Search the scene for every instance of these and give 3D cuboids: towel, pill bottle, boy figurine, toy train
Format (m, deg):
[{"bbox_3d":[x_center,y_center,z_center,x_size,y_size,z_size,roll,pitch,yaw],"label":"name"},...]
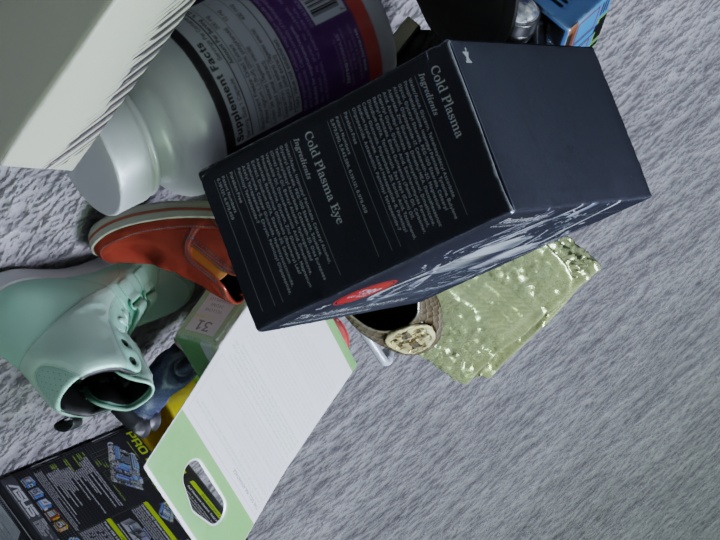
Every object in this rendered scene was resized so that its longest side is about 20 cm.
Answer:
[{"bbox_3d":[0.061,-0.007,1.456,0.200,0.037,0.148,33,117,-24],"label":"towel"},{"bbox_3d":[-0.086,-0.113,1.205,0.199,0.111,0.112,-30,154,-25],"label":"pill bottle"},{"bbox_3d":[-0.111,0.036,1.473,0.200,0.064,0.124,-48,178,9],"label":"boy figurine"},{"bbox_3d":[0.118,-0.150,1.500,0.114,0.087,0.200,-39,160,-27],"label":"toy train"}]

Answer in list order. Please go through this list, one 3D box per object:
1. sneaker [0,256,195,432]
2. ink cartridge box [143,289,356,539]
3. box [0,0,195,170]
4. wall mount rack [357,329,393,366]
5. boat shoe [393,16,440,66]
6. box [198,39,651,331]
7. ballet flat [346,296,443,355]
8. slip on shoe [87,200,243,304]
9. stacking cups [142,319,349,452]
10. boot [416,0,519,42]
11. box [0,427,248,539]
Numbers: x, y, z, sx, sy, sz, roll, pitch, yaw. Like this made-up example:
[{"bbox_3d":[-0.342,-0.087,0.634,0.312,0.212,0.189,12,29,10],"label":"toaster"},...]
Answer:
[{"bbox_3d":[-0.164,0.050,1.356,0.200,0.118,0.074,-12,142,-51],"label":"sneaker"},{"bbox_3d":[-0.088,0.093,1.393,0.200,0.048,0.146,-56,142,-27],"label":"ink cartridge box"},{"bbox_3d":[-0.145,-0.154,1.083,0.200,0.082,0.068,-50,157,21],"label":"box"},{"bbox_3d":[0.056,-0.012,1.580,0.199,0.174,0.075,-26,121,16],"label":"wall mount rack"},{"bbox_3d":[0.032,-0.121,1.352,0.074,0.063,0.201,-55,-177,-6],"label":"boat shoe"},{"bbox_3d":[0.042,-0.051,1.172,0.182,0.105,0.200,-26,171,30],"label":"box"},{"bbox_3d":[0.000,0.000,1.402,0.067,0.046,0.200,-26,128,12],"label":"ballet flat"},{"bbox_3d":[-0.093,-0.010,1.310,0.074,0.199,0.062,29,66,-67],"label":"slip on shoe"},{"bbox_3d":[-0.095,0.086,1.622,0.200,0.060,0.061,-28,154,-41],"label":"stacking cups"},{"bbox_3d":[0.065,-0.175,1.259,0.068,0.189,0.200,-24,155,1],"label":"boot"},{"bbox_3d":[-0.173,0.222,1.537,0.160,0.200,0.044,-21,150,-40],"label":"box"}]
